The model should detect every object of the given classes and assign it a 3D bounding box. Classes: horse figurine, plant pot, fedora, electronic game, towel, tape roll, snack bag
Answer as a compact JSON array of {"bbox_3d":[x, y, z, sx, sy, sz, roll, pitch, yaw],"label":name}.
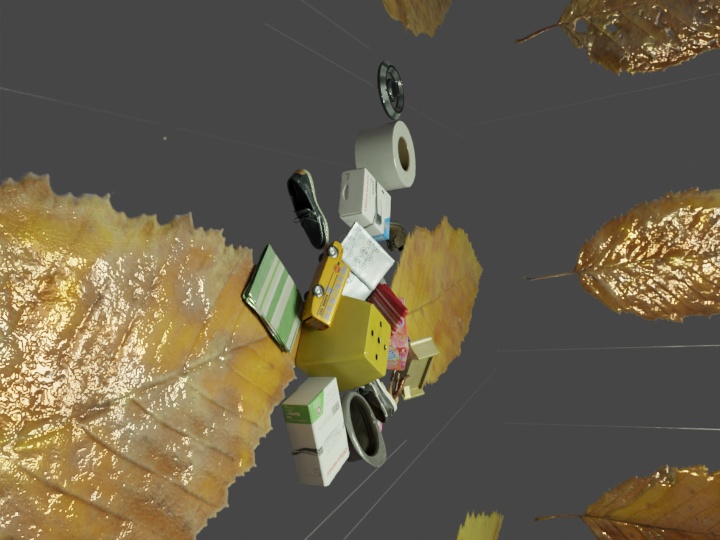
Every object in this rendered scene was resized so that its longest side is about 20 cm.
[{"bbox_3d":[0.088,0.373,1.713,0.201,0.048,0.136,125,-19,-55],"label":"horse figurine"},{"bbox_3d":[-0.029,0.179,1.439,0.201,0.170,0.206,50,42,-49],"label":"plant pot"},{"bbox_3d":[-0.019,0.426,1.490,0.206,0.088,0.176,65,20,5],"label":"fedora"},{"bbox_3d":[0.108,-0.644,2.037,0.198,0.040,0.209,17,71,-62],"label":"electronic game"},{"bbox_3d":[0.043,0.151,1.541,0.022,0.145,0.204,21,107,-39],"label":"towel"},{"bbox_3d":[0.080,-0.360,1.815,0.201,0.134,0.212,-5,90,-65],"label":"tape roll"},{"bbox_3d":[-0.190,0.068,1.293,0.203,0.023,0.156,61,34,-39],"label":"towel"},{"bbox_3d":[-0.019,0.002,1.509,0.202,0.021,0.188,-51,127,-5],"label":"snack bag"}]

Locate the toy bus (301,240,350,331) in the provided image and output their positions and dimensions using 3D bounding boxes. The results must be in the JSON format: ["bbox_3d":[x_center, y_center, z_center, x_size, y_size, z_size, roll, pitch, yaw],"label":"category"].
[{"bbox_3d":[-0.081,0.035,1.382,0.077,0.065,0.205,28,62,-18],"label":"toy bus"}]

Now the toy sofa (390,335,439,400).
[{"bbox_3d":[0.163,0.287,1.726,0.080,0.099,0.205,-9,133,-26],"label":"toy sofa"}]

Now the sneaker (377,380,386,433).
[{"bbox_3d":[0.021,0.390,1.626,0.085,0.080,0.204,36,35,-22],"label":"sneaker"}]

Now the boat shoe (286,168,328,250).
[{"bbox_3d":[-0.133,-0.144,1.399,0.062,0.072,0.207,-37,116,-51],"label":"boat shoe"}]

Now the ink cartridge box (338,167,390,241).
[{"bbox_3d":[0.017,-0.193,1.709,0.199,0.081,0.150,36,53,-58],"label":"ink cartridge box"}]

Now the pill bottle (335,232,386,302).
[{"bbox_3d":[0.000,0.000,1.605,0.115,0.110,0.204,-66,142,-46],"label":"pill bottle"}]

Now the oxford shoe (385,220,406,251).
[{"bbox_3d":[0.111,-0.114,1.914,0.199,0.070,0.088,30,60,-60],"label":"oxford shoe"}]

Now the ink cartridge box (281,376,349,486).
[{"bbox_3d":[-0.102,0.378,1.348,0.145,0.081,0.208,-32,115,-62],"label":"ink cartridge box"}]

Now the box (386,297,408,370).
[{"bbox_3d":[0.081,0.177,1.644,0.204,0.098,0.097,-89,-173,-50],"label":"box"}]

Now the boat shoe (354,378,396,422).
[{"bbox_3d":[0.020,0.332,1.578,0.202,0.073,0.060,53,46,-4],"label":"boat shoe"}]
